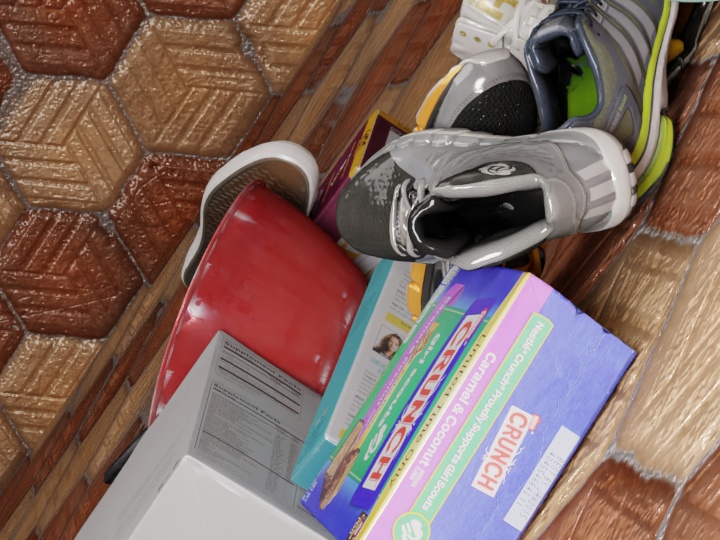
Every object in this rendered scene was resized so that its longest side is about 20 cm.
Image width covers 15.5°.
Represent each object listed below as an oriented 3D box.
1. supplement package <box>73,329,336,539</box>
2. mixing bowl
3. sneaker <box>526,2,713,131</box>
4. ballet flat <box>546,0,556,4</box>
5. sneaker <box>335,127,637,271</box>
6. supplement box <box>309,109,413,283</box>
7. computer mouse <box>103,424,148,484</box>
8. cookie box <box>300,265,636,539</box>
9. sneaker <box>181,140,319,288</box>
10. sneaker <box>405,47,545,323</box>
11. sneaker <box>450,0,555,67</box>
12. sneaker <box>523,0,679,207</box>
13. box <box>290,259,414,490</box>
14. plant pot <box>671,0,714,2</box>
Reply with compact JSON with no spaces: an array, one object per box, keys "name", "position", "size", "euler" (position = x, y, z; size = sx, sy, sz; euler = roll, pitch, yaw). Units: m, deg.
[{"name":"supplement package","position":[-0.086,0.181,1.624],"size":[0.192,0.147,0.200],"euler":[-55,9,18]},{"name":"mixing bowl","position":[-0.055,0.050,1.774],"size":[0.200,0.108,0.201],"euler":[20,-90,-83]},{"name":"sneaker","position":[0.149,-0.122,1.587],"size":[0.201,0.078,0.082],"euler":[-60,10,-10]},{"name":"ballet flat","position":[0.167,-0.211,1.840],"size":[0.071,0.065,0.200],"euler":[-63,9,-28]},{"name":"sneaker","position":[0.042,-0.035,1.435],"size":[0.199,0.076,0.115],"euler":[-10,9,39]},{"name":"supplement box","position":[0.000,0.000,1.896],"size":[0.200,0.110,0.086],"euler":[-53,10,33]},{"name":"computer mouse","position":[-0.174,0.148,2.608],"size":[0.200,0.046,0.140],"euler":[-47,3,-5]},{"name":"cookie box","position":[0.053,0.086,1.408],"size":[0.172,0.075,0.200],"euler":[-57,9,-3]},{"name":"sneaker","position":[-0.076,-0.056,1.904],"size":[0.200,0.073,0.085],"euler":[-48,16,56]},{"name":"sneaker","position":[0.077,-0.034,1.530],"size":[0.077,0.078,0.201],"euler":[45,142,48]},{"name":"sneaker","position":[0.119,-0.153,1.746],"size":[0.074,0.115,0.200],"euler":[-58,10,-14]},{"name":"sneaker","position":[0.134,-0.137,1.508],"size":[0.074,0.081,0.201],"euler":[-22,55,34]},{"name":"box","position":[0.027,0.067,1.599],"size":[0.049,0.082,0.200],"euler":[-51,11,41]},{"name":"plant pot","position":[0.197,-0.270,1.481],"size":[0.201,0.200,0.161],"euler":[-53,-1,29]}]
